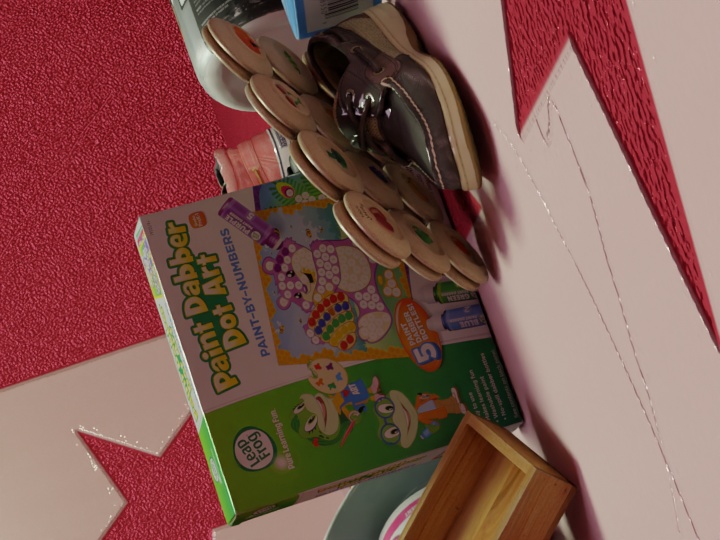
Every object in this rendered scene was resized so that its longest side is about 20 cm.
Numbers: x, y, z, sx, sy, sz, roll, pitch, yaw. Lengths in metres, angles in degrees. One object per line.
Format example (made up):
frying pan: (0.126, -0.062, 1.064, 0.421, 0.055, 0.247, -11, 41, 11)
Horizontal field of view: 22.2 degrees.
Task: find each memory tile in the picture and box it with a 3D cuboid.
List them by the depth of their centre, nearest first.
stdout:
memory tile: (-0.006, -0.070, 1.091, 0.200, 0.017, 0.153, 53, -162, 27)

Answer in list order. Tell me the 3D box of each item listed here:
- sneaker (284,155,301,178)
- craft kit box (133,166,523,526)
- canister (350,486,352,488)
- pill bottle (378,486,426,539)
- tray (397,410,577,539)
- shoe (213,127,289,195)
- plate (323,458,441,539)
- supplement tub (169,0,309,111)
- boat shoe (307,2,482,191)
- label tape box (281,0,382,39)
sneaker: (-0.014, -0.040, 1.270, 0.091, 0.076, 0.201, 45, -160, -42)
craft kit box: (-0.022, 0.036, 1.168, 0.049, 0.196, 0.201, 118, 133, -71)
canister: (0.020, 0.129, 1.527, 0.149, 0.086, 0.201, -42, -67, -83)
pill bottle: (0.086, 0.229, 1.163, 0.200, 0.113, 0.114, -120, 13, -60)
tray: (0.049, 0.193, 1.093, 0.201, 0.037, 0.099, -63, 26, 5)
shoe: (-0.119, -0.090, 2.173, 0.201, 0.090, 0.072, 81, 169, -57)
plate: (0.038, 0.202, 1.297, 0.025, 0.200, 0.201, 24, 142, 37)
supplement tub: (-0.086, -0.228, 1.343, 0.123, 0.122, 0.201, 83, 168, -61)
boat shoe: (0.016, -0.095, 1.066, 0.201, 0.066, 0.072, -117, 10, -57)
label tape box: (-0.047, -0.268, 1.148, 0.144, 0.066, 0.201, 83, 170, -58)
